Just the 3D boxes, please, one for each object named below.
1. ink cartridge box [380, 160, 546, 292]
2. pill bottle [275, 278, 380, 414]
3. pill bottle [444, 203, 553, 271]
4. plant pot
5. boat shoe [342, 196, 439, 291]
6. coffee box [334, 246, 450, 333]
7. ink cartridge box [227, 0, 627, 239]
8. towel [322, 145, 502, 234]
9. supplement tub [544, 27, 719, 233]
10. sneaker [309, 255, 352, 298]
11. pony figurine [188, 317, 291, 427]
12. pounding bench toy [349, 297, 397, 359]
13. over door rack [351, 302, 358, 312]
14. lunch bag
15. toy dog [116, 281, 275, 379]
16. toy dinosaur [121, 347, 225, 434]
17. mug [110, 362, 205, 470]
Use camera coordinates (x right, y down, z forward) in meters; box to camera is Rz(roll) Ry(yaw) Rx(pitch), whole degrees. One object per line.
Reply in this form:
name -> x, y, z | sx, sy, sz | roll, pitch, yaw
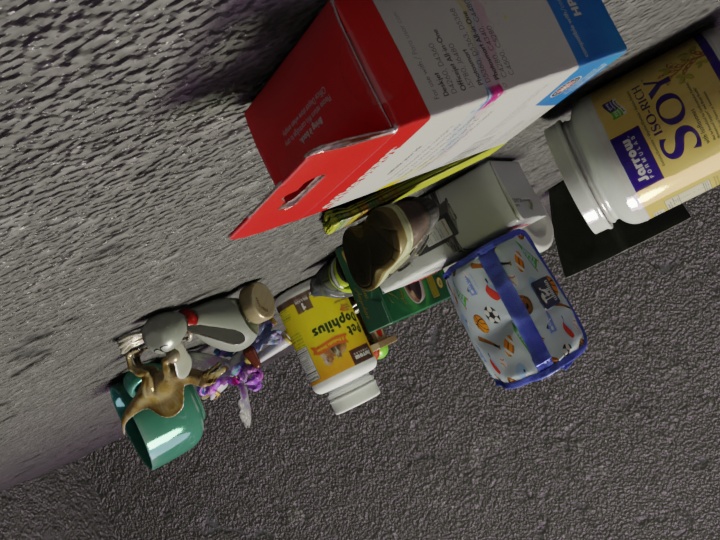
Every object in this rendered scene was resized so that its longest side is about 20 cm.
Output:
ink cartridge box -> 0.118, -0.058, 1.194 | 0.199, 0.084, 0.145 | -29, 174, 24
pill bottle -> -0.045, 0.113, 1.453 | 0.108, 0.202, 0.109 | -25, 175, -2
pill bottle -> 0.238, -0.051, 1.698 | 0.112, 0.114, 0.199 | -20, 172, -46
plant pot -> 0.494, -0.122, 1.889 | 0.198, 0.179, 0.200 | -22, 173, -28
boat shoe -> 0.032, -0.029, 0.978 | 0.065, 0.073, 0.201 | -21, 174, -16
coffee box -> 0.050, 0.005, 1.303 | 0.044, 0.124, 0.199 | -24, 178, 31
ink cartridge box -> 0.022, -0.090, 0.478 | 0.199, 0.068, 0.116 | -23, 174, -32
towel -> 0.052, -0.089, 0.958 | 0.198, 0.018, 0.086 | -26, -179, -8
supplement tub -> 0.304, -0.137, 0.966 | 0.198, 0.147, 0.145 | -28, 175, 18
sneaker -> 0.000, 0.000, 1.353 | 0.080, 0.075, 0.199 | -21, 171, 33
pony figurine -> -0.210, 0.169, 1.651 | 0.200, 0.167, 0.193 | -41, -177, -1
pounding bench toy -> -0.009, 0.110, 1.861 | 0.123, 0.157, 0.200 | -27, 175, 18
over door rack -> 0.001, 0.040, 1.610 | 0.200, 0.067, 0.148 | -47, 174, 2
lunch bag -> 0.184, 0.047, 1.142 | 0.123, 0.171, 0.200 | -29, 174, 2
toy dog -> -0.175, 0.085, 1.118 | 0.199, 0.097, 0.131 | -21, 173, -43
toy dinosaur -> -0.276, 0.151, 1.255 | 0.199, 0.102, 0.058 | -28, 174, 23
mug -> -0.317, 0.226, 1.525 | 0.114, 0.153, 0.185 | -26, 175, -24
